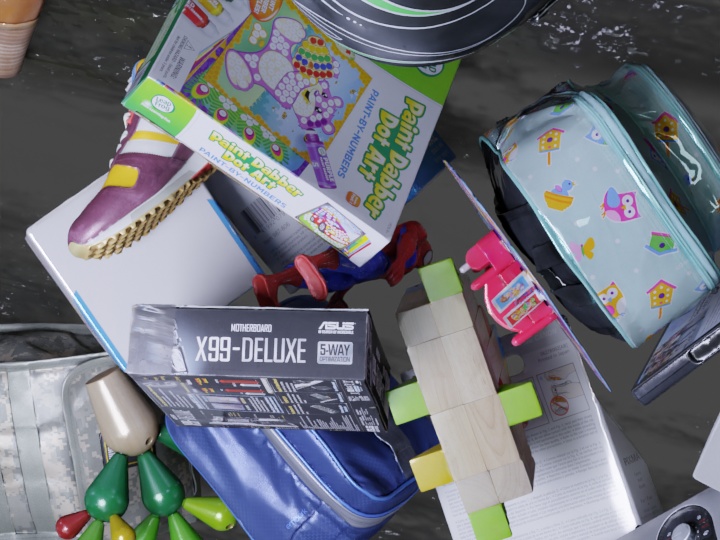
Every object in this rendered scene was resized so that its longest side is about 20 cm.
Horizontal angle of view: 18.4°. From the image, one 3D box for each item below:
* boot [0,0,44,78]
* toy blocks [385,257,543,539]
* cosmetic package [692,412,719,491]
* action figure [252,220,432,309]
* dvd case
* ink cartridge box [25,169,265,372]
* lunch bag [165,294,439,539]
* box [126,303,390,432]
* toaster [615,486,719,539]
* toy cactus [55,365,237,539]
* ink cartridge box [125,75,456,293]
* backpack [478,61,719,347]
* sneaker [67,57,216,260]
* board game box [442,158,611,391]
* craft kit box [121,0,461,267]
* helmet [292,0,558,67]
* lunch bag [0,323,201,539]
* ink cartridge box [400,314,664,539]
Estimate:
[{"bbox_3d":[-0.333,-0.249,1.705,0.199,0.077,0.156,24,122,11],"label":"boot"},{"bbox_3d":[0.078,0.081,1.608,0.100,0.137,0.201,-19,98,9],"label":"toy blocks"},{"bbox_3d":[0.298,0.071,1.476,0.090,0.200,0.107,27,124,14],"label":"cosmetic package"},{"bbox_3d":[0.000,0.000,1.555,0.065,0.200,0.052,-30,86,30],"label":"action figure"},{"bbox_3d":[0.272,0.004,1.490,0.018,0.143,0.200,46,123,-4],"label":"dvd case"},{"bbox_3d":[-0.166,-0.011,1.665,0.125,0.200,0.129,-35,94,-8],"label":"ink cartridge box"},{"bbox_3d":[-0.041,0.112,1.688,0.200,0.136,0.132,49,122,8],"label":"lunch bag"},{"bbox_3d":[-0.064,0.069,1.514,0.157,0.200,0.050,1,76,6],"label":"box"},{"bbox_3d":[0.254,0.269,1.597,0.181,0.119,0.200,-32,127,27],"label":"toaster"},{"bbox_3d":[-0.163,0.152,1.729,0.166,0.200,0.102,64,157,-9],"label":"toy cactus"},{"bbox_3d":[-0.052,-0.109,1.629,0.144,0.084,0.200,-37,93,32],"label":"ink cartridge box"},{"bbox_3d":[0.172,-0.045,1.483,0.153,0.200,0.176,-32,96,11],"label":"backpack"},{"bbox_3d":[-0.142,-0.094,1.537,0.090,0.200,0.075,46,162,1],"label":"sneaker"},{"bbox_3d":[0.100,0.012,1.549,0.039,0.158,0.200,-36,139,1],"label":"board game box"},{"bbox_3d":[-0.040,-0.133,1.513,0.197,0.200,0.048,35,139,-17],"label":"craft kit box"},{"bbox_3d":[0.029,-0.233,1.465,0.190,0.200,0.201,-18,105,7],"label":"helmet"},{"bbox_3d":[-0.230,0.133,1.806,0.199,0.118,0.165,-3,108,14],"label":"lunch bag"},{"bbox_3d":[0.133,0.148,1.692,0.161,0.050,0.201,-22,83,32],"label":"ink cartridge box"}]
